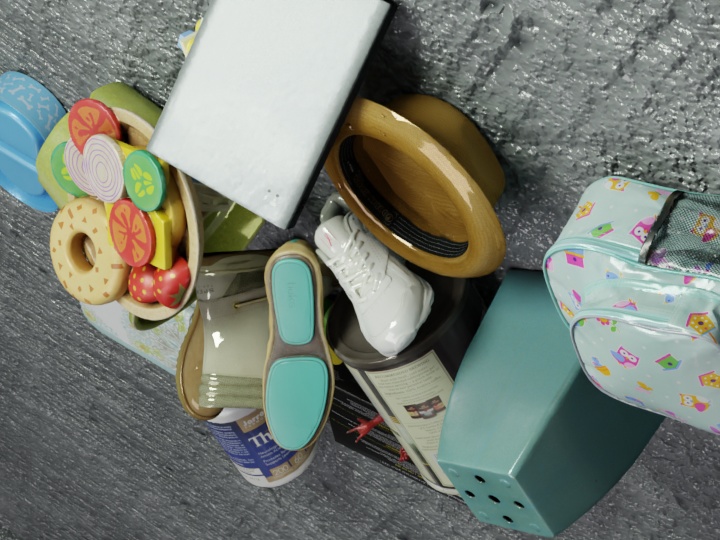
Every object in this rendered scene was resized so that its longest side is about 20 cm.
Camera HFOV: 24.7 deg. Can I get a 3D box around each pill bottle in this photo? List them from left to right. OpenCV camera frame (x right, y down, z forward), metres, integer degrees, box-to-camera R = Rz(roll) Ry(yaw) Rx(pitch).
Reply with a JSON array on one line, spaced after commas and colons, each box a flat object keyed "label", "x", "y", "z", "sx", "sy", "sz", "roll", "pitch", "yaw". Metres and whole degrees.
[{"label": "pill bottle", "x": -0.134, "y": 0.157, "z": 1.948, "sx": 0.110, "sy": 0.111, "sz": 0.201, "roll": 12, "pitch": 145, "yaw": 38}]

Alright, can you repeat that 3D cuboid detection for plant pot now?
[{"label": "plant pot", "x": -0.212, "y": -0.078, "z": 1.610, "sx": 0.184, "sy": 0.200, "sz": 0.201, "roll": 44, "pitch": 155, "yaw": 11}, {"label": "plant pot", "x": 0.166, "y": 0.125, "z": 1.450, "sx": 0.140, "sy": 0.201, "sz": 0.142, "roll": 4, "pitch": 140, "yaw": 44}]

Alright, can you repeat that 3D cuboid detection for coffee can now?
[{"label": "coffee can", "x": 0.075, "y": 0.096, "z": 1.570, "sx": 0.145, "sy": 0.147, "sz": 0.201, "roll": 8, "pitch": 142, "yaw": 43}]

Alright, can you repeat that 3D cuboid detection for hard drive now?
[{"label": "hard drive", "x": -0.072, "y": -0.155, "z": 1.322, "sx": 0.139, "sy": 0.201, "sz": 0.033, "roll": 29, "pitch": -166, "yaw": 13}]

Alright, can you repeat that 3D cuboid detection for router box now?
[{"label": "router box", "x": 0.054, "y": 0.178, "z": 1.828, "sx": 0.199, "sy": 0.051, "sz": 0.150, "roll": 24, "pitch": 153, "yaw": 22}]

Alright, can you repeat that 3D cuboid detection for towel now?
[{"label": "towel", "x": -0.264, "y": 0.044, "z": 1.995, "sx": 0.199, "sy": 0.048, "sz": 0.172, "roll": 28, "pitch": 149, "yaw": 15}]

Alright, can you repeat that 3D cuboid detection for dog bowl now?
[{"label": "dog bowl", "x": -0.368, "y": -0.144, "z": 1.811, "sx": 0.111, "sy": 0.050, "sz": 0.201, "roll": 30, "pitch": 152, "yaw": 11}]

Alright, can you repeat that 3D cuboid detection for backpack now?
[{"label": "backpack", "x": 0.238, "y": 0.022, "z": 1.266, "sx": 0.199, "sy": 0.154, "sz": 0.176, "roll": 24, "pitch": 157, "yaw": 36}]

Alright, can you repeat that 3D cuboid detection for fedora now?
[{"label": "fedora", "x": 0.055, "y": -0.085, "z": 1.377, "sx": 0.200, "sy": 0.082, "sz": 0.201, "roll": 34, "pitch": 153, "yaw": 20}]

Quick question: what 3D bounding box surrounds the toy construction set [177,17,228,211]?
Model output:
[{"label": "toy construction set", "x": -0.110, "y": -0.123, "z": 1.440, "sx": 0.092, "sy": 0.130, "sz": 0.202, "roll": 52, "pitch": 139, "yaw": 41}]

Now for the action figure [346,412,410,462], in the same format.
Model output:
[{"label": "action figure", "x": 0.068, "y": 0.189, "z": 1.704, "sx": 0.201, "sy": 0.099, "sz": 0.065, "roll": 53, "pitch": -175, "yaw": 18}]

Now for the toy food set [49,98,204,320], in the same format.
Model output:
[{"label": "toy food set", "x": -0.211, "y": -0.051, "z": 1.459, "sx": 0.199, "sy": 0.048, "sz": 0.200, "roll": 22, "pitch": 121, "yaw": 42}]

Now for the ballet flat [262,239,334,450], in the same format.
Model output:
[{"label": "ballet flat", "x": -0.055, "y": 0.067, "z": 1.517, "sx": 0.068, "sy": 0.063, "sz": 0.202, "roll": 4, "pitch": 111, "yaw": 4}]

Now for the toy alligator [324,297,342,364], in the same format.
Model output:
[{"label": "toy alligator", "x": -0.012, "y": 0.062, "z": 1.712, "sx": 0.198, "sy": 0.059, "sz": 0.055, "roll": 18, "pitch": 141, "yaw": 31}]

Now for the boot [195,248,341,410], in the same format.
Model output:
[{"label": "boot", "x": -0.070, "y": 0.057, "z": 1.588, "sx": 0.198, "sy": 0.157, "sz": 0.072, "roll": -2, "pitch": 180, "yaw": -32}]

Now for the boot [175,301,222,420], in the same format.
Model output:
[{"label": "boot", "x": -0.124, "y": 0.067, "z": 1.744, "sx": 0.066, "sy": 0.177, "sz": 0.199, "roll": 11, "pitch": 168, "yaw": -29}]

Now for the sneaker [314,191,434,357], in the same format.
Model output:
[{"label": "sneaker", "x": 0.000, "y": 0.000, "z": 1.465, "sx": 0.099, "sy": 0.078, "sz": 0.201, "roll": 33, "pitch": -162, "yaw": -29}]
